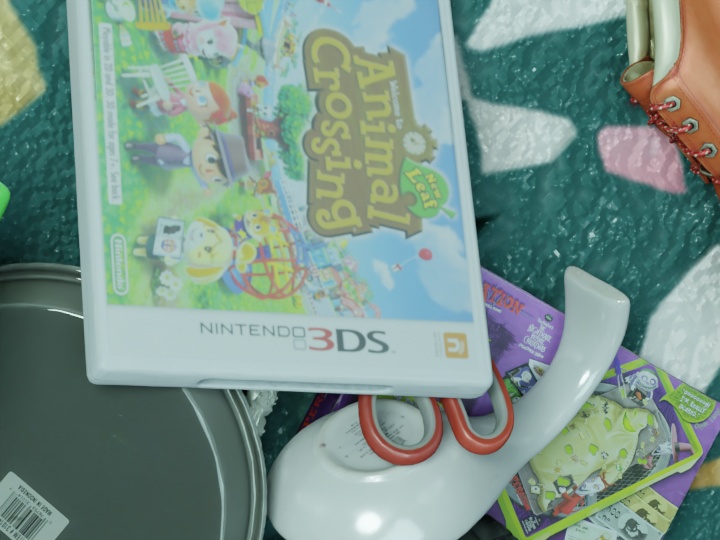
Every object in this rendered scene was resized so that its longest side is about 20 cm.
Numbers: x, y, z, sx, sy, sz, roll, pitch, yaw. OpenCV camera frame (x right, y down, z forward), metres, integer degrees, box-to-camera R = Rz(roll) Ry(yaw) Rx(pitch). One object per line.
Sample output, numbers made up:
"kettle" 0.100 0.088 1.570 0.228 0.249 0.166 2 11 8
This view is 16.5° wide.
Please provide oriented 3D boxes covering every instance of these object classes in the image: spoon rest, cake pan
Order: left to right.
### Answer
"cake pan" -0.140 0.098 1.073 0.199 0.037 0.202 1 97 4
"spoon rest" 0.044 0.074 1.139 0.199 0.099 0.061 -33 134 -27

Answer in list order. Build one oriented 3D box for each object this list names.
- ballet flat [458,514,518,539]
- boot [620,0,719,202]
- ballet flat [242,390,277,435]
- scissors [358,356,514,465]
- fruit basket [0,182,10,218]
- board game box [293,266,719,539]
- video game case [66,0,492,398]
"ballet flat" -0.017 0.162 1.164 0.199 0.057 0.067 -20 116 -3
"boot" 0.174 -0.066 1.200 0.106 0.075 0.202 -6 96 -18
"ballet flat" -0.097 0.108 1.123 0.071 0.072 0.201 26 91 -25
"scissors" 0.000 0.000 1.114 0.073 0.014 0.201 -20 70 -25
"fruit basket" -0.259 0.002 0.958 0.214 0.155 0.217 4 77 -18
"board game box" 0.076 0.076 1.210 0.199 0.032 0.120 29 92 -26
"video game case" -0.036 -0.045 1.084 0.181 0.022 0.201 4 68 -23
